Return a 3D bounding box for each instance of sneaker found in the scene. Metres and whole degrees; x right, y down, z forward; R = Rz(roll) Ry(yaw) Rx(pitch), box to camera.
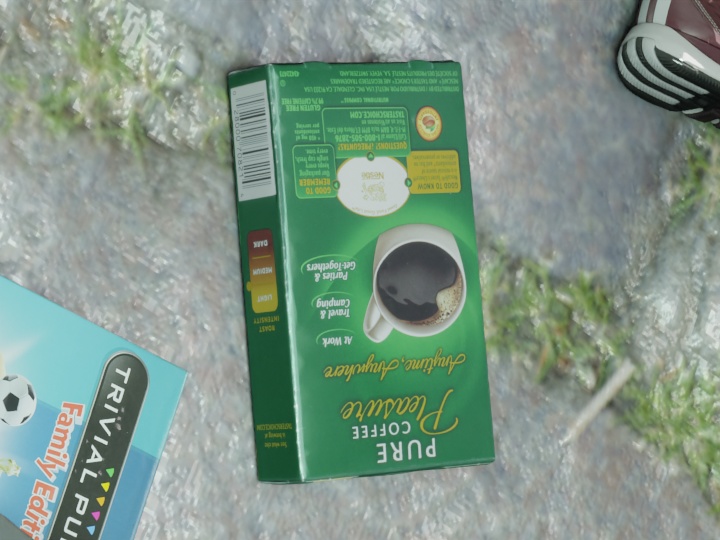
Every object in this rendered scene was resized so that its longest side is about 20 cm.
[{"bbox_3d":[0.233,-0.126,1.498,0.199,0.075,0.116,24,68,-33],"label":"sneaker"}]

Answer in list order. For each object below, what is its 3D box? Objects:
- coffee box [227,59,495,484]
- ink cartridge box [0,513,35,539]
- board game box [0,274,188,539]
[{"bbox_3d":[0.000,0.000,1.321,0.122,0.044,0.201,-5,88,-38],"label":"coffee box"},{"bbox_3d":[-0.159,0.209,1.079,0.200,0.146,0.083,-50,117,-10],"label":"ink cartridge box"},{"bbox_3d":[-0.183,0.074,1.170,0.200,0.047,0.152,29,69,-32],"label":"board game box"}]
